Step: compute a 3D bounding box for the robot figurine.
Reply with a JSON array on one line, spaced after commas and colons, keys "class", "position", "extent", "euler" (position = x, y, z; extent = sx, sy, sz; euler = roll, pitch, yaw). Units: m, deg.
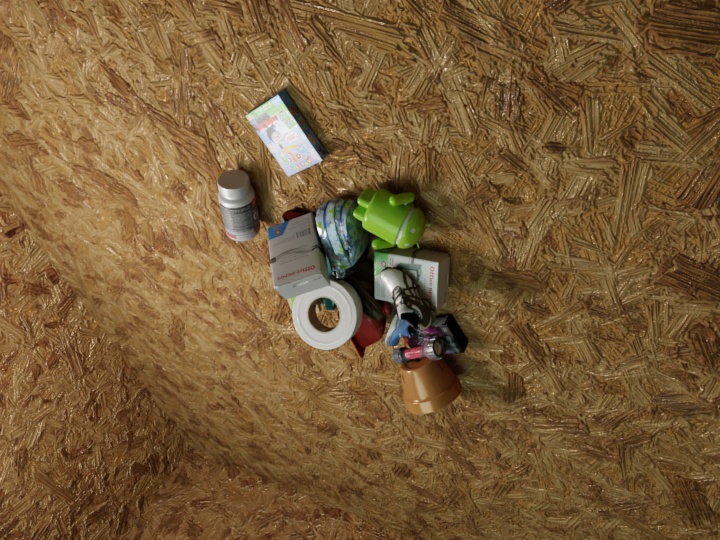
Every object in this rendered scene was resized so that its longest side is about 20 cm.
[{"class": "robot figurine", "position": [0.083, -0.136, 1.444], "extent": [0.198, 0.116, 0.177], "euler": [29, 129, 7]}]

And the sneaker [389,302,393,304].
[{"class": "sneaker", "position": [0.155, 0.086, 1.671], "extent": [0.197, 0.078, 0.089], "euler": [15, 151, 32]}]

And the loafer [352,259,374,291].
[{"class": "loafer", "position": [0.000, 0.000, 1.678], "extent": [0.197, 0.076, 0.070], "euler": [21, 144, 17]}]

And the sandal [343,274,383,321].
[{"class": "sandal", "position": [0.008, 0.061, 1.639], "extent": [0.200, 0.054, 0.082], "euler": [48, 153, 22]}]

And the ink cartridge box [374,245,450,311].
[{"class": "ink cartridge box", "position": [0.142, 0.017, 1.550], "extent": [0.197, 0.084, 0.149], "euler": [10, 112, 28]}]

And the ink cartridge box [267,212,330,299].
[{"class": "ink cartridge box", "position": [-0.173, -0.039, 1.547], "extent": [0.142, 0.203, 0.084], "euler": [-18, 148, 10]}]

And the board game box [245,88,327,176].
[{"class": "board game box", "position": [-0.198, -0.362, 1.479], "extent": [0.150, 0.037, 0.201], "euler": [-13, 122, 43]}]

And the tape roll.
[{"class": "tape roll", "position": [-0.095, 0.121, 1.603], "extent": [0.198, 0.071, 0.207], "euler": [2, 96, 16]}]

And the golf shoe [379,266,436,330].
[{"class": "golf shoe", "position": [0.117, 0.074, 1.478], "extent": [0.200, 0.094, 0.078], "euler": [46, 126, 10]}]

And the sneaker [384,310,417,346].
[{"class": "sneaker", "position": [0.129, 0.184, 1.697], "extent": [0.088, 0.079, 0.201], "euler": [21, 147, 5]}]

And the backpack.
[{"class": "backpack", "position": [-0.050, -0.104, 1.559], "extent": [0.152, 0.164, 0.202], "euler": [-20, 111, 36]}]

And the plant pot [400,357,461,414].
[{"class": "plant pot", "position": [0.214, 0.351, 1.808], "extent": [0.198, 0.199, 0.142], "euler": [-13, 107, 43]}]

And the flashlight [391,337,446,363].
[{"class": "flashlight", "position": [0.177, 0.258, 1.741], "extent": [0.198, 0.068, 0.068], "euler": [-21, 119, 46]}]

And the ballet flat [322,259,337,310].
[{"class": "ballet flat", "position": [-0.094, 0.020, 1.675], "extent": [0.068, 0.069, 0.204], "euler": [5, 109, 32]}]

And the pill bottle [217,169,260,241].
[{"class": "pill bottle", "position": [-0.377, -0.201, 1.715], "extent": [0.112, 0.115, 0.202], "euler": [20, 139, 18]}]

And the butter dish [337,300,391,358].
[{"class": "butter dish", "position": [0.028, 0.134, 1.735], "extent": [0.145, 0.202, 0.201], "euler": [-15, 124, 19]}]

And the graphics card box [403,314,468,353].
[{"class": "graphics card box", "position": [0.226, 0.206, 1.746], "extent": [0.198, 0.051, 0.126], "euler": [-11, 123, 42]}]

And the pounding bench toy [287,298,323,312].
[{"class": "pounding bench toy", "position": [-0.158, 0.002, 1.736], "extent": [0.122, 0.156, 0.203], "euler": [0, 118, 37]}]

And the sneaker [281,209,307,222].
[{"class": "sneaker", "position": [-0.159, -0.104, 1.685], "extent": [0.198, 0.080, 0.096], "euler": [33, 144, 3]}]
